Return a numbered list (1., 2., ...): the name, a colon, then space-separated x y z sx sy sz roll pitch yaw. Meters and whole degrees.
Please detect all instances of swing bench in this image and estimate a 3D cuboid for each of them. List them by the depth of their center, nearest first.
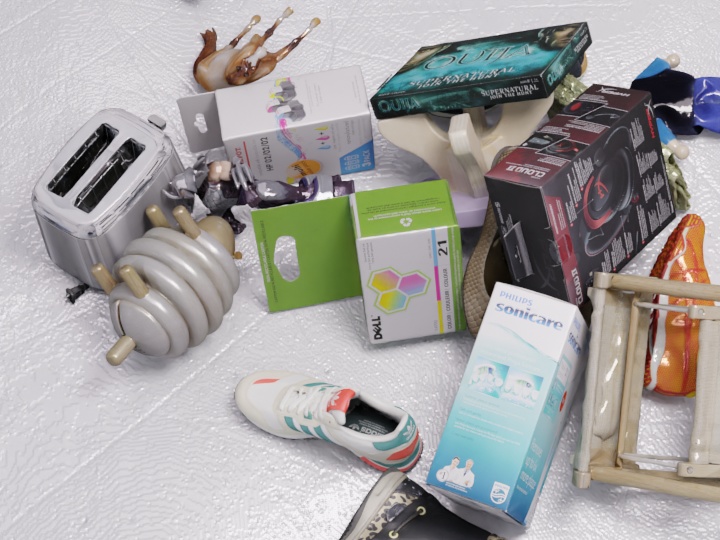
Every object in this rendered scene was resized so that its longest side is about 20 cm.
1. swing bench: 0.305 0.110 1.558 0.199 0.130 0.200 7 92 9

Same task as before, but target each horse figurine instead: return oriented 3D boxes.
1. horse figurine: -0.131 -0.235 1.820 0.133 0.050 0.200 -49 26 -25

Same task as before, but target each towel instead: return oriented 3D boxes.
1. towel: 0.263 -0.138 1.732 0.200 0.148 0.037 42 89 23

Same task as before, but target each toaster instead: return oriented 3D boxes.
1. toaster: -0.267 -0.074 1.734 0.113 0.129 0.200 31 67 19

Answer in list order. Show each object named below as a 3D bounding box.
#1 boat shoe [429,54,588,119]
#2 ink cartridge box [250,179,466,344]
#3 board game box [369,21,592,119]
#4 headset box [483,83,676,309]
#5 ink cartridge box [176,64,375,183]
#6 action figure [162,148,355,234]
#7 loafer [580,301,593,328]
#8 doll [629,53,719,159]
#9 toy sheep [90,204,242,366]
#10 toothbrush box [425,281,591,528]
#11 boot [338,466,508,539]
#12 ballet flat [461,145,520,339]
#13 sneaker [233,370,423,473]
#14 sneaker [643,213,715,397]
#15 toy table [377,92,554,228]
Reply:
1. boat shoe: 0.156 -0.222 1.830 0.199 0.062 0.075 -15 63 -3
2. ink cartridge box: 0.000 0.000 1.660 0.199 0.148 0.076 -9 43 -1
3. board game box: 0.124 -0.206 1.700 0.199 0.028 0.135 -4 29 32
4. headset box: 0.208 -0.065 1.591 0.075 0.149 0.200 15 45 43
5. ink cartridge box: -0.089 -0.147 1.772 0.199 0.115 0.068 -10 62 -1
6. action figure: -0.108 -0.079 1.727 0.199 0.130 0.070 3 79 -14
7. loafer: 0.209 0.022 1.683 0.067 0.076 0.201 14 63 4
8. doll: 0.352 -0.176 1.800 0.199 0.049 0.137 4 60 5
9. toy sheep: -0.196 0.019 1.677 0.138 0.138 0.200 32 61 19
10. toothbrush box: 0.144 0.129 1.556 0.085 0.146 0.201 16 79 18
11. boot: 0.043 0.301 1.542 0.153 0.074 0.204 26 67 13
12. ballet flat: 0.145 -0.023 1.629 0.046 0.067 0.201 19 101 49
13. sneaker: -0.032 0.132 1.626 0.199 0.094 0.071 20 64 14
14. sneaker: 0.330 0.038 1.681 0.077 0.073 0.201 15 69 -6
15. toy table: 0.124 -0.126 1.715 0.199 0.118 0.184 -16 24 3
